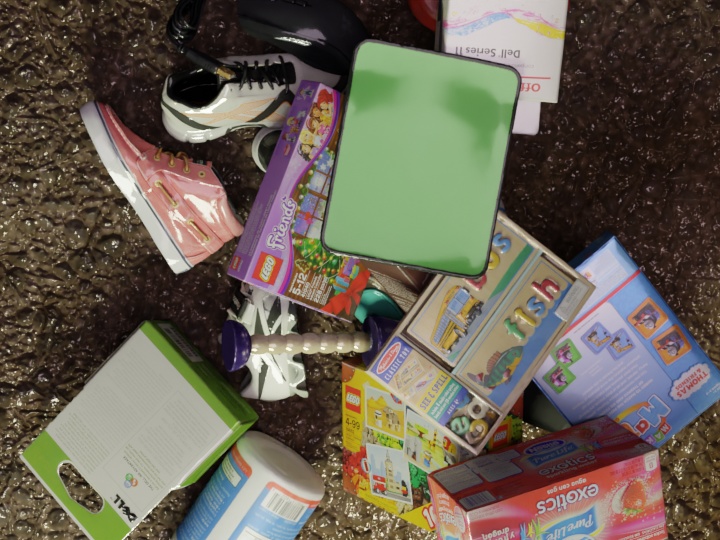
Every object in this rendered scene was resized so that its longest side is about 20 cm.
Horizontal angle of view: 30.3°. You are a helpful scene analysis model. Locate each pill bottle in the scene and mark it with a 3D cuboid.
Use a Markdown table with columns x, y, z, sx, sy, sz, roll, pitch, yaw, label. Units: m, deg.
| x | y | z | sx | sy | sz | roll | pitch | yaw | label |
| --- | --- | --- | --- | --- | --- | --- | --- | --- | --- |
| -0.135 | 0.282 | 1.425 | 0.112 | 0.112 | 0.201 | 34 | 98 | -12 | pill bottle |

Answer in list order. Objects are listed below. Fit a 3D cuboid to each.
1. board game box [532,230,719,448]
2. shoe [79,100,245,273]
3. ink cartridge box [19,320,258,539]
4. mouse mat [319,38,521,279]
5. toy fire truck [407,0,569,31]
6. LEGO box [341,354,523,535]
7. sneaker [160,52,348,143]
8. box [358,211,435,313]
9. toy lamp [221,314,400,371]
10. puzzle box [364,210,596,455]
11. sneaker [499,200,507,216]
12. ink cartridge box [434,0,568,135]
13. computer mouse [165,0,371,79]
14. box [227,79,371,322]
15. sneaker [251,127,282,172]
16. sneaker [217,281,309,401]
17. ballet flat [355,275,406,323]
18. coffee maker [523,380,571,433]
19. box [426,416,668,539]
| x | y | z | sx | sy | sz | roll | pitch | yaw | label |
| --- | --- | --- | --- | --- | --- | --- | --- | --- | --- |
| 0.249 | 0.086 | 1.318 | 0.151 | 0.037 | 0.200 | -39 | 100 | 5 | board game box |
| -0.198 | -0.100 | 1.353 | 0.091 | 0.072 | 0.201 | -30 | 109 | 1 | shoe |
| -0.231 | 0.171 | 1.385 | 0.200 | 0.076 | 0.148 | -45 | 81 | 6 | ink cartridge box |
| 0.056 | -0.102 | 1.222 | 0.159 | 0.008 | 0.202 | 11 | 90 | -5 | mouse mat |
| 0.130 | -0.253 | 1.333 | 0.174 | 0.129 | 0.202 | 1 | 93 | -6 | toy fire truck |
| 0.072 | 0.179 | 1.374 | 0.077 | 0.199 | 0.150 | -12 | 107 | -38 | LEGO box |
| -0.104 | -0.181 | 1.326 | 0.198 | 0.080 | 0.074 | -17 | 72 | -3 | sneaker |
| 0.074 | -0.008 | 1.331 | 0.101 | 0.075 | 0.200 | -59 | 145 | -14 | box |
| -0.039 | 0.075 | 1.352 | 0.198 | 0.058 | 0.059 | -2 | 104 | -21 | toy lamp |
| 0.113 | 0.055 | 1.255 | 0.133 | 0.025 | 0.201 | 36 | 82 | -2 | puzzle box |
| 0.110 | -0.119 | 1.352 | 0.105 | 0.076 | 0.201 | -23 | 109 | 46 | sneaker |
| 0.131 | -0.223 | 1.253 | 0.116 | 0.067 | 0.202 | 1 | 106 | -6 | ink cartridge box |
| -0.087 | -0.235 | 1.293 | 0.199 | 0.046 | 0.141 | 28 | 61 | -3 | computer mouse |
| -0.032 | -0.065 | 1.290 | 0.136 | 0.039 | 0.201 | 22 | 89 | -35 | box |
| -0.019 | -0.086 | 1.360 | 0.199 | 0.091 | 0.067 | 24 | 101 | -11 | sneaker |
| -0.109 | 0.045 | 1.390 | 0.088 | 0.074 | 0.202 | -8 | 104 | -5 | sneaker |
| 0.000 | 0.000 | 1.390 | 0.068 | 0.068 | 0.200 | -13 | 137 | 40 | ballet flat |
| 0.214 | 0.126 | 1.411 | 0.199 | 0.135 | 0.193 | 23 | 101 | -10 | coffee maker |
| 0.175 | 0.220 | 1.251 | 0.198 | 0.103 | 0.095 | -15 | 108 | -16 | box |
